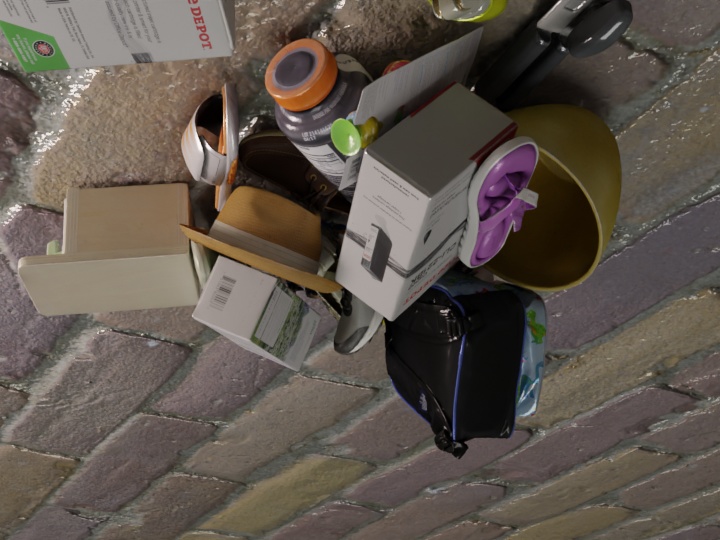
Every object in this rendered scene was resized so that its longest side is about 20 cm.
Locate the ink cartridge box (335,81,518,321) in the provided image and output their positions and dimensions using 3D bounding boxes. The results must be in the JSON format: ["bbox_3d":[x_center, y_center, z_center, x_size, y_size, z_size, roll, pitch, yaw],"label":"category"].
[{"bbox_3d":[0.061,-0.065,1.046,0.084,0.144,0.200,38,145,17],"label":"ink cartridge box"}]

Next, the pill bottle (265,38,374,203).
[{"bbox_3d":[-0.018,-0.153,1.087,0.106,0.106,0.200,-15,147,22],"label":"pill bottle"}]

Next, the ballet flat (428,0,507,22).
[{"bbox_3d":[0.070,-0.265,0.937,0.067,0.067,0.200,-21,145,28],"label":"ballet flat"}]

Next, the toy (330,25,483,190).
[{"bbox_3d":[0.038,-0.167,1.019,0.047,0.200,0.115,32,133,19],"label":"toy"}]

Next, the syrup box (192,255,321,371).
[{"bbox_3d":[-0.118,0.055,1.253,0.081,0.079,0.200,21,171,16],"label":"syrup box"}]

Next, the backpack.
[{"bbox_3d":[0.115,0.088,1.200,0.147,0.183,0.200,-4,-165,-24],"label":"backpack"}]

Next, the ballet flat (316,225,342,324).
[{"bbox_3d":[-0.035,0.005,1.267,0.068,0.075,0.200,-42,116,-9],"label":"ballet flat"}]

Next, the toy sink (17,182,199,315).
[{"bbox_3d":[-0.304,-0.028,1.286,0.200,0.112,0.130,-5,150,-4],"label":"toy sink"}]

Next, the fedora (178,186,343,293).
[{"bbox_3d":[-0.099,-0.041,1.153,0.201,0.082,0.201,22,180,0],"label":"fedora"}]

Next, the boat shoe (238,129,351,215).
[{"bbox_3d":[-0.046,-0.106,1.206,0.200,0.068,0.072,16,146,-27],"label":"boat shoe"}]

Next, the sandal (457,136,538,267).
[{"bbox_3d":[0.145,-0.060,1.027,0.082,0.050,0.203,-35,158,-18],"label":"sandal"}]

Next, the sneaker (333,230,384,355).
[{"bbox_3d":[0.000,0.000,1.205,0.079,0.200,0.074,14,-171,-20],"label":"sneaker"}]

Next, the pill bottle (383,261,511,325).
[{"bbox_3d":[0.098,0.033,1.350,0.200,0.109,0.109,14,155,20],"label":"pill bottle"}]

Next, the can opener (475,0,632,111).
[{"bbox_3d":[0.184,-0.217,1.036,0.053,0.067,0.200,13,152,-25],"label":"can opener"}]

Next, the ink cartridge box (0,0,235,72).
[{"bbox_3d":[-0.218,-0.256,0.920,0.200,0.084,0.146,-3,150,3],"label":"ink cartridge box"}]

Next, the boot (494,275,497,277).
[{"bbox_3d":[0.167,-0.032,1.344,0.200,0.075,0.107,18,150,-32],"label":"boot"}]

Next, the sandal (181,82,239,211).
[{"bbox_3d":[-0.168,-0.125,1.156,0.059,0.079,0.207,1,152,-11],"label":"sandal"}]

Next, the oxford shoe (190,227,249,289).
[{"bbox_3d":[-0.167,-0.019,1.287,0.058,0.075,0.200,-9,-176,4],"label":"oxford shoe"}]

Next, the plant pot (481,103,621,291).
[{"bbox_3d":[0.199,-0.099,1.126,0.200,0.142,0.200,27,142,23],"label":"plant pot"}]

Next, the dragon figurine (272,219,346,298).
[{"bbox_3d":[-0.084,-0.012,1.371,0.059,0.099,0.200,18,162,-27],"label":"dragon figurine"}]
